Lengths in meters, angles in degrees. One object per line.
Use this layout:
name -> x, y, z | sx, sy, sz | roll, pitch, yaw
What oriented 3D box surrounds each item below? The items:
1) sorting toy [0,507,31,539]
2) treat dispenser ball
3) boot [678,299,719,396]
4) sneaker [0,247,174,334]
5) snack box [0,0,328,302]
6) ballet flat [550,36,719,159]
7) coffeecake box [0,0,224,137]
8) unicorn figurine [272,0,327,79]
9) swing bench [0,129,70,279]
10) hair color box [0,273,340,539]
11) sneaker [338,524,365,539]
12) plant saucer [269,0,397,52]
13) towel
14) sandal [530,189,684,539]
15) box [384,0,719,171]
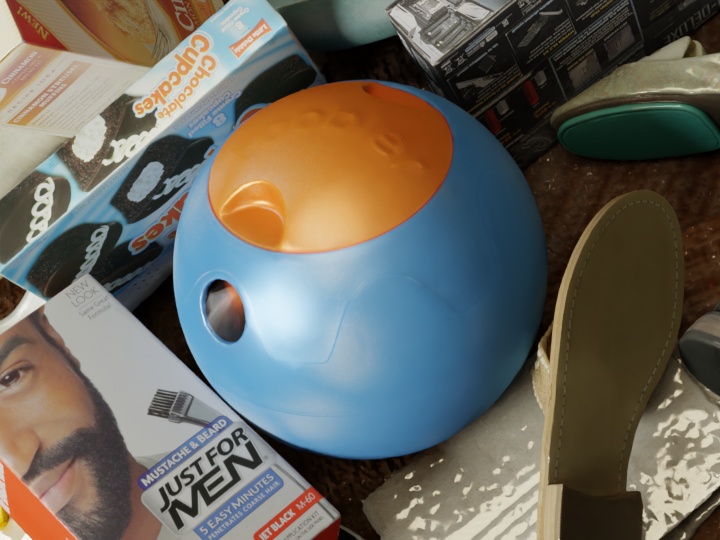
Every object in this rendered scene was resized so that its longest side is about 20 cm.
sorting toy -> -0.219, 0.122, 0.971 | 0.198, 0.107, 0.182 | -3, 76, 9
treat dispenser ball -> 0.000, 0.000, 0.912 | 0.199, 0.201, 0.202 | -7, 67, 16
boot -> 0.278, 0.014, 0.875 | 0.199, 0.069, 0.174 | 31, 66, 28
sneaker -> -0.179, 0.049, 1.039 | 0.200, 0.074, 0.087 | -39, 73, 8
snack box -> -0.109, -0.059, 0.945 | 0.200, 0.116, 0.037 | -41, 69, 1
ballet flat -> 0.204, -0.103, 0.953 | 0.199, 0.067, 0.063 | -3, 62, 28
coffeecake box -> -0.166, -0.155, 0.951 | 0.073, 0.199, 0.154 | -36, 70, 28
unicorn figurine -> -0.120, -0.105, 1.069 | 0.198, 0.074, 0.138 | -8, 62, 19
swing bench -> -0.256, -0.102, 1.049 | 0.199, 0.129, 0.201 | -37, 49, 29
hair color box -> -0.118, 0.107, 0.890 | 0.200, 0.064, 0.111 | 40, 59, 22
sneaker -> -0.001, 0.204, 0.879 | 0.073, 0.112, 0.201 | -31, 62, 4
plant saucer -> 0.024, -0.164, 1.005 | 0.199, 0.201, 0.039 | -15, 102, 13
towel -> 0.109, 0.113, 0.924 | 0.200, 0.034, 0.133 | -40, 60, 1
sandal -> 0.110, 0.064, 0.886 | 0.069, 0.077, 0.214 | -10, 68, 58
box -> 0.125, -0.154, 0.957 | 0.200, 0.158, 0.050 | -39, 62, 1
